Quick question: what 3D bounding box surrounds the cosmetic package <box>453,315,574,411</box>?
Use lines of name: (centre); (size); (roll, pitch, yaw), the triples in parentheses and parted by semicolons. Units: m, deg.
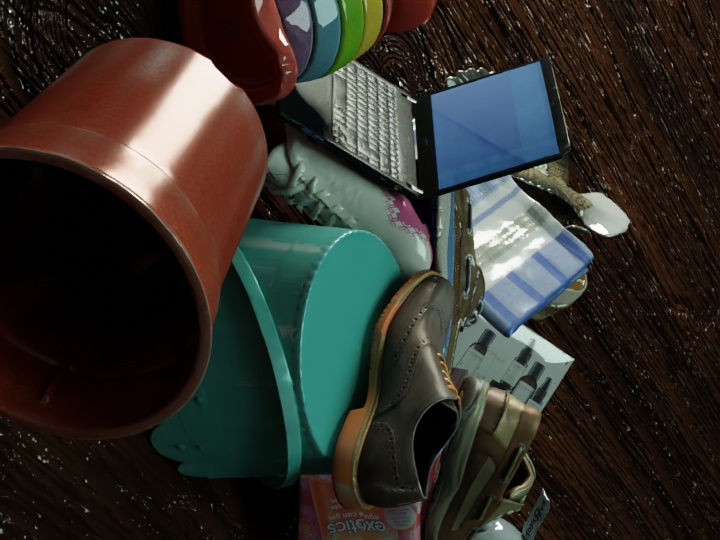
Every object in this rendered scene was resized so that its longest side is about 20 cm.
cosmetic package: (0.082, 0.056, 1.584); (0.200, 0.051, 0.083); (33, 86, -24)

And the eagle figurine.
eagle figurine: (0.154, -0.081, 1.769); (0.151, 0.152, 0.200); (-45, 136, -27)

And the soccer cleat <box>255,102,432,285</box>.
soccer cleat: (-0.031, -0.060, 1.403); (0.200, 0.070, 0.086); (49, 34, 14)

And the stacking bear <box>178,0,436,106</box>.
stacking bear: (-0.024, -0.200, 1.379); (0.200, 0.114, 0.122); (-21, 95, -36)

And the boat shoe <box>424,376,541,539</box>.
boat shoe: (0.093, 0.160, 1.393); (0.200, 0.072, 0.076); (97, 9, -53)

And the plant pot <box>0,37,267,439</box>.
plant pot: (-0.154, -0.036, 1.135); (0.195, 0.201, 0.201); (-64, 143, -53)

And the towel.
towel: (0.092, -0.046, 1.557); (0.200, 0.024, 0.147); (46, 45, 9)

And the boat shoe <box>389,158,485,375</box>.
boat shoe: (0.062, 0.016, 1.444); (0.072, 0.072, 0.200); (17, 75, -44)

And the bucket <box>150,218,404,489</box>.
bucket: (-0.059, 0.058, 1.353); (0.207, 0.135, 0.207); (1, 89, -62)

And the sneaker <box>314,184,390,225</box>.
sneaker: (0.000, 0.000, 1.500); (0.079, 0.095, 0.200); (-10, 92, -47)

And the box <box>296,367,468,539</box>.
box: (0.019, 0.160, 1.483); (0.200, 0.095, 0.103); (-62, 158, -59)

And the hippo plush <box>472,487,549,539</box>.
hippo plush: (0.110, 0.309, 1.640); (0.161, 0.159, 0.200); (-30, 135, -46)

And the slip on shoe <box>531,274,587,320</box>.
slip on shoe: (0.099, -0.012, 1.599); (0.200, 0.061, 0.076); (20, 46, -25)

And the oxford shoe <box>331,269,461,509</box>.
oxford shoe: (0.044, 0.085, 1.324); (0.071, 0.073, 0.200); (57, 41, -46)

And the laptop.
laptop: (0.045, -0.142, 1.429); (0.200, 0.103, 0.177); (31, 25, -17)
